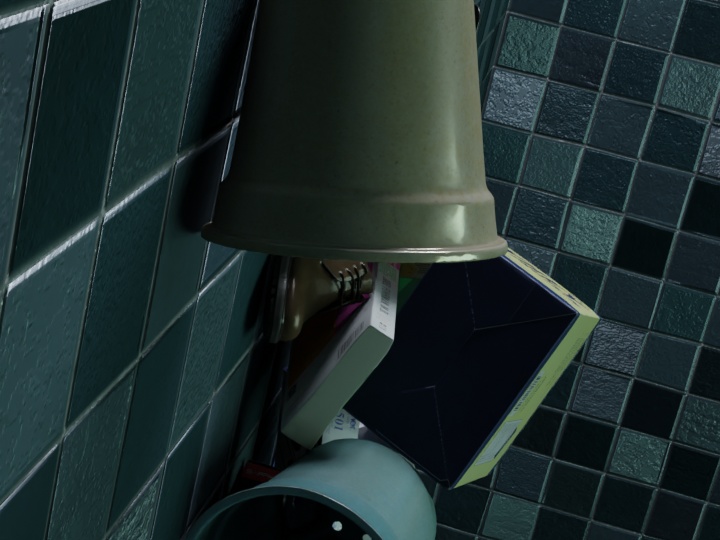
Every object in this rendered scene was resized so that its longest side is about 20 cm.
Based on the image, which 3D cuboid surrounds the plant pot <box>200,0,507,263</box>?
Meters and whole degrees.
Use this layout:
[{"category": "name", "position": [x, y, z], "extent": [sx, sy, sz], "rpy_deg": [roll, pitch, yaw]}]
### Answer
[{"category": "plant pot", "position": [0.001, -0.108, 1.006], "extent": [0.200, 0.199, 0.184], "rpy_deg": [-37, 131, -80]}]

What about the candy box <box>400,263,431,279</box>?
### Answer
[{"category": "candy box", "position": [0.072, -0.095, 1.467], "extent": [0.200, 0.056, 0.117], "rpy_deg": [92, 2, -53]}]

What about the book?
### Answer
[{"category": "book", "position": [-0.015, 0.059, 1.429], "extent": [0.134, 0.048, 0.200], "rpy_deg": [-52, -168, 22]}]

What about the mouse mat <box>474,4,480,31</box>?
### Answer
[{"category": "mouse mat", "position": [0.072, -0.206, 1.703], "extent": [0.161, 0.007, 0.201], "rpy_deg": [41, -59, 58]}]

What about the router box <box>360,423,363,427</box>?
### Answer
[{"category": "router box", "position": [-0.018, 0.222, 1.810], "extent": [0.201, 0.049, 0.180], "rpy_deg": [-89, -165, -46]}]

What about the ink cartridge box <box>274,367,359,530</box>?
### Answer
[{"category": "ink cartridge box", "position": [-0.047, 0.203, 1.536], "extent": [0.094, 0.044, 0.201], "rpy_deg": [20, -74, 59]}]

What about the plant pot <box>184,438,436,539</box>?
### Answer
[{"category": "plant pot", "position": [-0.028, 0.244, 1.324], "extent": [0.196, 0.199, 0.201], "rpy_deg": [-37, 143, -69]}]

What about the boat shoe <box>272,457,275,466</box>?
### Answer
[{"category": "boat shoe", "position": [-0.056, 0.207, 1.680], "extent": [0.084, 0.068, 0.201], "rpy_deg": [23, 82, -84]}]

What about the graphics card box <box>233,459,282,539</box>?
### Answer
[{"category": "graphics card box", "position": [-0.117, 0.291, 1.436], "extent": [0.200, 0.051, 0.126], "rpy_deg": [-67, 170, -46]}]

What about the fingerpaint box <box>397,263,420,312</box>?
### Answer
[{"category": "fingerpaint box", "position": [0.083, -0.003, 1.800], "extent": [0.200, 0.073, 0.168], "rpy_deg": [-46, 153, -83]}]

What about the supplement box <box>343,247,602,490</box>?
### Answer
[{"category": "supplement box", "position": [0.108, 0.083, 1.471], "extent": [0.200, 0.134, 0.200], "rpy_deg": [-54, 166, 6]}]

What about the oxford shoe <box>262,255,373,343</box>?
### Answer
[{"category": "oxford shoe", "position": [-0.032, 0.004, 1.353], "extent": [0.200, 0.084, 0.073], "rpy_deg": [-62, 168, -57]}]

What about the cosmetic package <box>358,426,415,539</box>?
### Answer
[{"category": "cosmetic package", "position": [0.021, 0.234, 1.639], "extent": [0.200, 0.082, 0.051], "rpy_deg": [76, -8, -51]}]
